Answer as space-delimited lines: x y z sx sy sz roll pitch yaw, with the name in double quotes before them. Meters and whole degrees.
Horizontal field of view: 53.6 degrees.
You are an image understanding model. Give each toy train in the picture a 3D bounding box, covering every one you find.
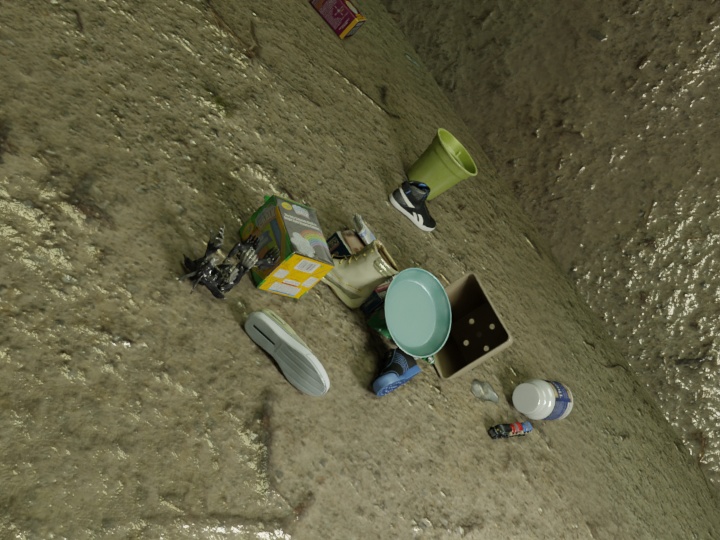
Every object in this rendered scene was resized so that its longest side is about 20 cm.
"toy train" 0.390 0.405 1.824 0.199 0.046 0.034 12 45 -52

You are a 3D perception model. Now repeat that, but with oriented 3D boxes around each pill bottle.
"pill bottle" 0.505 0.360 1.991 0.199 0.111 0.112 15 43 -50

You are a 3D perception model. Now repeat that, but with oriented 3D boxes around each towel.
"towel" 0.047 -0.047 1.809 0.201 0.024 0.147 53 8 -20

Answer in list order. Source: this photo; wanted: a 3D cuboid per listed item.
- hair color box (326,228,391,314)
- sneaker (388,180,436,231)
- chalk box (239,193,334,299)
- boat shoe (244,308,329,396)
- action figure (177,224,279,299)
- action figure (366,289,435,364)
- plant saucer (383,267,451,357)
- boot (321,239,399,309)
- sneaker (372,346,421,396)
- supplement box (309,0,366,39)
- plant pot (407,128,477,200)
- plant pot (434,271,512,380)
"hair color box" 0.000 0.000 1.708 0.201 0.060 0.100 55 26 10
"sneaker" 0.193 -0.205 2.217 0.199 0.112 0.074 32 32 -33
"chalk box" -0.160 -0.065 1.470 0.124 0.124 0.201 18 40 -46
"boat shoe" -0.126 0.144 1.313 0.200 0.072 0.062 47 29 -2
"action figure" -0.241 -0.021 1.299 0.119 0.103 0.199 38 30 16
"action figure" 0.118 0.152 1.671 0.200 0.118 0.055 48 10 -29
"plant saucer" 0.122 0.096 1.606 0.198 0.036 0.203 8 76 -36
"boot" -0.026 -0.026 1.592 0.200 0.154 0.072 45 27 -12
"sneaker" 0.065 0.213 1.538 0.078 0.070 0.200 54 19 13
"supplement box" -0.089 -1.034 2.838 0.200 0.103 0.131 47 27 -6
"plant pot" 0.265 -0.347 2.431 0.200 0.184 0.201 37 30 -26
"plant pot" 0.277 0.152 1.825 0.177 0.199 0.201 24 35 -61
